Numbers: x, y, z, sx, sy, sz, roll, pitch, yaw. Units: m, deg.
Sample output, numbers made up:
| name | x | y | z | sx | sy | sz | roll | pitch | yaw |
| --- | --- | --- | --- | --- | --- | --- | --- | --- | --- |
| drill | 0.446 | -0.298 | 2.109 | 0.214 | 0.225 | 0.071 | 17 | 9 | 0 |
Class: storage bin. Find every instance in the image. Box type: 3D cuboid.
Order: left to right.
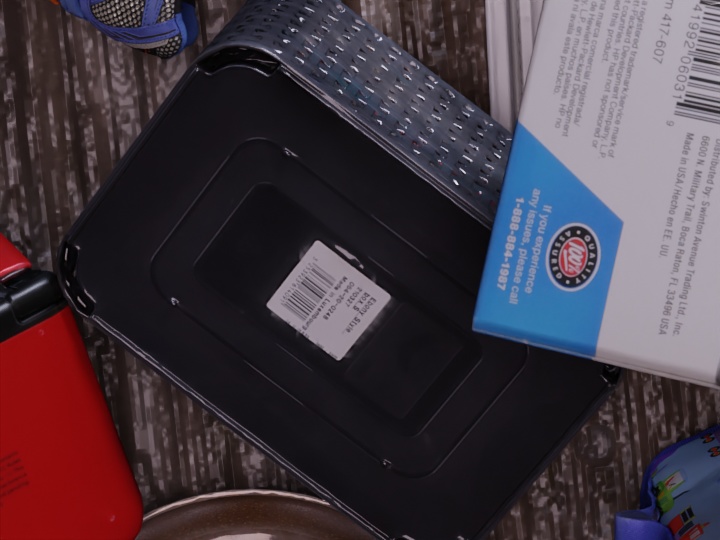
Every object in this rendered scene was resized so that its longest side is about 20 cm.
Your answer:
| name | x | y | z | sx | sy | sz | roll | pitch | yaw |
| --- | --- | --- | --- | --- | --- | --- | --- | --- | --- |
| storage bin | 0.000 | 0.000 | 1.115 | 0.200 | 0.094 | 0.135 | 37 | 114 | -4 |

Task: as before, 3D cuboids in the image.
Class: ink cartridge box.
| name | x | y | z | sx | sy | sz | roll | pitch | yaw |
| --- | --- | --- | --- | --- | --- | --- | --- | --- | --- |
| ink cartridge box | 0.155 | -0.027 | 0.988 | 0.200 | 0.084 | 0.146 | 14 | 91 | 12 |

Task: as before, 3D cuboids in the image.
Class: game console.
| name | x | y | z | sx | sy | sz | roll | pitch | yaw |
| --- | --- | --- | --- | --- | --- | --- | --- | --- | --- |
| game console | -0.213 | 0.065 | 1.111 | 0.200 | 0.119 | 0.172 | -29 | 111 | -27 |

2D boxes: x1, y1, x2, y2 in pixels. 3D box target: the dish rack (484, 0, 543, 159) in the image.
| name | x | y | z | sx | sy | sz | roll | pitch | yaw |
| --- | --- | --- | --- | --- | --- | --- | --- | --- | --- |
| dish rack | 0.137 | -0.091 | 1.159 | 0.171 | 0.044 | 0.200 | -3 | 93 | -1 |

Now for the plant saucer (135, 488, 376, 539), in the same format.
| name | x | y | z | sx | sy | sz | roll | pitch | yaw |
| --- | --- | --- | --- | --- | --- | --- | --- | --- | --- |
| plant saucer | -0.044 | 0.188 | 1.179 | 0.200 | 0.032 | 0.200 | 0 | 94 | -2 |

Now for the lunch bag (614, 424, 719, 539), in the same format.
| name | x | y | z | sx | sy | sz | roll | pitch | yaw |
| --- | --- | --- | --- | --- | --- | --- | --- | --- | --- |
| lunch bag | 0.198 | 0.090 | 1.113 | 0.200 | 0.151 | 0.094 | -6 | 104 | 0 |

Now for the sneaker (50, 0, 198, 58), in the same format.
| name | x | y | z | sx | sy | sz | roll | pitch | yaw |
| --- | --- | --- | --- | --- | --- | --- | --- | --- | --- |
| sneaker | -0.042 | -0.165 | 1.135 | 0.078 | 0.075 | 0.200 | 44 | 101 | 2 |
